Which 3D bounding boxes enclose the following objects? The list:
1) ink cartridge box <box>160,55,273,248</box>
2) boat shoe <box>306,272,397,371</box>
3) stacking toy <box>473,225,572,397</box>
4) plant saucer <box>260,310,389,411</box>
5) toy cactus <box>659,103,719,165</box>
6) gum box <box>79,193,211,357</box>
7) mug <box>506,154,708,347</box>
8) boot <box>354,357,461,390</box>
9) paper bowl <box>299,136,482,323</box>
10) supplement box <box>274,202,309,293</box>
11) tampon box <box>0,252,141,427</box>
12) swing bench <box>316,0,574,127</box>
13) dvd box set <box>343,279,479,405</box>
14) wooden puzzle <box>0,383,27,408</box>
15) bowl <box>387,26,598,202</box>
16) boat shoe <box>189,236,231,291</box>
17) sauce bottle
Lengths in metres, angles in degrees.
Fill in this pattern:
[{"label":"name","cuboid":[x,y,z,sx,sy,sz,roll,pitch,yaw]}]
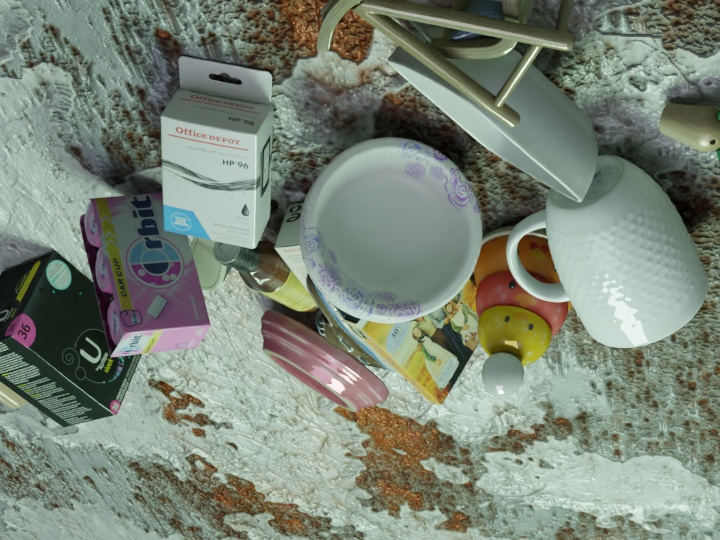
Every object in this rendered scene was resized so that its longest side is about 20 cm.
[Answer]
[{"label":"ink cartridge box","cuboid":[-0.163,-0.132,1.553,0.115,0.068,0.201,11,128,8]},{"label":"boat shoe","cuboid":[-0.015,0.063,1.657,0.072,0.073,0.200,-9,136,35]},{"label":"stacking toy","cuboid":[0.184,0.062,1.592,0.145,0.201,0.147,11,145,8]},{"label":"plant saucer","cuboid":[-0.056,0.128,1.832,0.200,0.051,0.201,32,169,7]},{"label":"toy cactus","cuboid":[0.382,-0.140,1.360,0.164,0.103,0.200,20,151,29]},{"label":"gum box","cuboid":[-0.267,-0.002,1.686,0.113,0.201,0.066,-5,154,-28]},{"label":"mug","cuboid":[0.255,-0.024,1.492,0.199,0.148,0.176,-14,125,28]},{"label":"boot","cuboid":[0.048,0.081,1.801,0.199,0.074,0.096,20,119,12]},{"label":"paper bowl","cuboid":[0.030,-0.042,1.532,0.199,0.202,0.104,20,173,-4]},{"label":"supplement box","cuboid":[0.000,0.000,1.694,0.125,0.074,0.200,-7,138,29]},{"label":"tampon box","cuboid":[-0.427,0.101,1.937,0.126,0.151,0.200,-16,133,38]},{"label":"swing bench","cuboid":[0.087,-0.265,1.202,0.199,0.200,0.130,22,144,-8]},{"label":"dvd box set","cuboid":[0.077,0.053,1.660,0.029,0.147,0.200,18,159,46]},{"label":"wooden puzzle","cuboid":[-0.529,0.129,2.112,0.199,0.047,0.185,-21,130,34]},{"label":"bowl","cuboid":[0.139,-0.167,1.354,0.200,0.075,0.200,34,-177,-32]},{"label":"boat shoe","cuboid":[-0.161,-0.065,1.690,0.072,0.063,0.201,32,126,9]},{"label":"sauce bottle","cuboid":[-0.111,-0.002,1.691,0.066,0.066,0.200,-6,159,29]}]
